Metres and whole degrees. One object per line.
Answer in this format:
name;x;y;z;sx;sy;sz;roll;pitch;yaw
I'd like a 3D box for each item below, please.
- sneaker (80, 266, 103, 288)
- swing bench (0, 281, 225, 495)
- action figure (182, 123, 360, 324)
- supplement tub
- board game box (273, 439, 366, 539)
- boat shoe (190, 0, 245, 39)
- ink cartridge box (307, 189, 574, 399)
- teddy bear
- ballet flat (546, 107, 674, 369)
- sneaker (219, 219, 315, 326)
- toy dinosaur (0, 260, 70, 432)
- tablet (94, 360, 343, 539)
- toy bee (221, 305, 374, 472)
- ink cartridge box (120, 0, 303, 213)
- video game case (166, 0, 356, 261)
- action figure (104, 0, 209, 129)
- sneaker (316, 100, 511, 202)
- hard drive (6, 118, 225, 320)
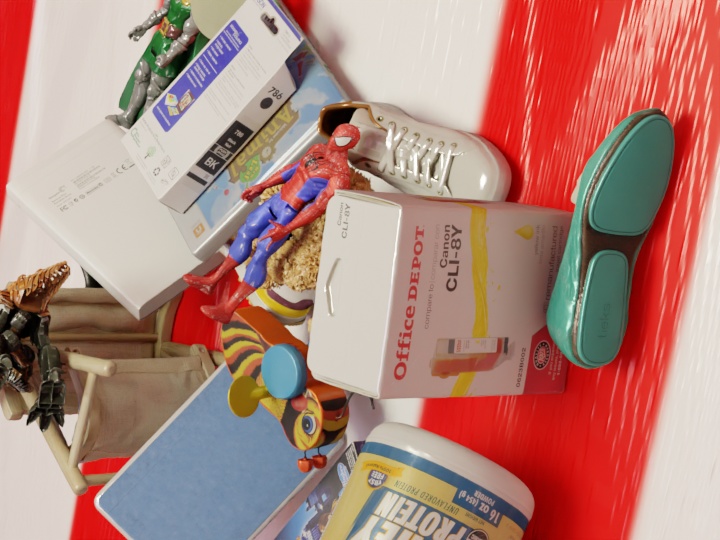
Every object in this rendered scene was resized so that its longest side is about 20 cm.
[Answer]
sneaker;-0.254;-0.047;1.820;0.078;0.082;0.201;-13;78;48
swing bench;-0.220;0.105;1.685;0.200;0.198;0.130;33;113;45
action figure;-0.068;-0.045;1.473;0.200;0.052;0.066;-47;45;15
supplement tub;0.034;0.234;1.376;0.144;0.144;0.201;10;70;49
board game box;-0.013;0.277;1.542;0.200;0.061;0.201;-39;61;43
boat shoe;-0.109;-0.307;1.681;0.073;0.063;0.202;29;128;13
ink cartridge box;0.068;0.020;1.350;0.083;0.199;0.146;14;99;49
teddy bear;-0.022;-0.017;1.486;0.200;0.067;0.145;39;95;36
ballet flat;0.178;-0.029;1.331;0.070;0.067;0.201;30;109;61
sneaker;-0.093;-0.044;1.643;0.200;0.075;0.090;50;124;28
toy dinosaur;-0.313;0.061;1.580;0.201;0.102;0.136;106;159;-48
tablet;-0.125;0.178;1.587;0.130;0.014;0.200;43;82;7
toy bee;-0.055;0.113;1.529;0.200;0.130;0.109;42;124;58
ink cartridge box;-0.127;-0.156;1.621;0.200;0.039;0.100;-46;48;13
video game case;-0.113;-0.135;1.639;0.200;0.022;0.182;-43;49;13
action figure;-0.194;-0.221;1.782;0.118;0.054;0.201;48;120;42
sneaker;0.037;-0.092;1.481;0.200;0.084;0.073;26;106;45
hard drive;-0.228;-0.052;1.720;0.200;0.132;0.027;40;150;24
